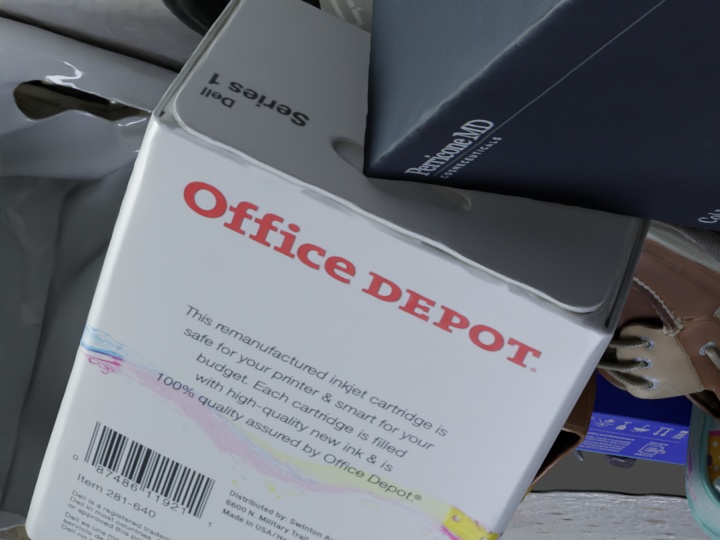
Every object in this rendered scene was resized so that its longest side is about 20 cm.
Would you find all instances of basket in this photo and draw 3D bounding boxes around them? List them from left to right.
[{"bbox_3d":[-0.141,0.019,0.843,0.135,0.201,0.123,15,168,-33],"label":"basket"}]

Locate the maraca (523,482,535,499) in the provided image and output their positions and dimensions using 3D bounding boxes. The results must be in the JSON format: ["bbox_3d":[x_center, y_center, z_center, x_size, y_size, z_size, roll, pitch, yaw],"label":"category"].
[{"bbox_3d":[0.029,0.092,1.060,0.106,0.201,0.137,17,-168,-14],"label":"maraca"}]

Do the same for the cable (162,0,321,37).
[{"bbox_3d":[-0.003,-0.074,0.777,0.200,0.051,0.097,29,148,-36],"label":"cable"}]

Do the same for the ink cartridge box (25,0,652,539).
[{"bbox_3d":[-0.010,0.029,0.704,0.144,0.084,0.200,25,133,2],"label":"ink cartridge box"}]

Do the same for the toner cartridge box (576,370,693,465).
[{"bbox_3d":[0.070,0.024,0.978,0.199,0.095,0.043,10,150,-20],"label":"toner cartridge box"}]

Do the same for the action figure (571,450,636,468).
[{"bbox_3d":[0.161,0.056,1.087,0.130,0.070,0.200,-28,-170,-40],"label":"action figure"}]

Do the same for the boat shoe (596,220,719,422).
[{"bbox_3d":[0.113,0.015,0.821,0.076,0.072,0.200,39,-173,39],"label":"boat shoe"}]

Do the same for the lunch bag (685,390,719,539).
[{"bbox_3d":[0.243,0.051,0.934,0.199,0.161,0.077,9,160,5],"label":"lunch bag"}]

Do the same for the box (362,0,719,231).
[{"bbox_3d":[0.118,-0.085,0.565,0.181,0.105,0.200,8,164,-18],"label":"box"}]

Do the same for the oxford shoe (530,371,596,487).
[{"bbox_3d":[0.022,0.081,0.907,0.071,0.072,0.200,16,143,-30],"label":"oxford shoe"}]
